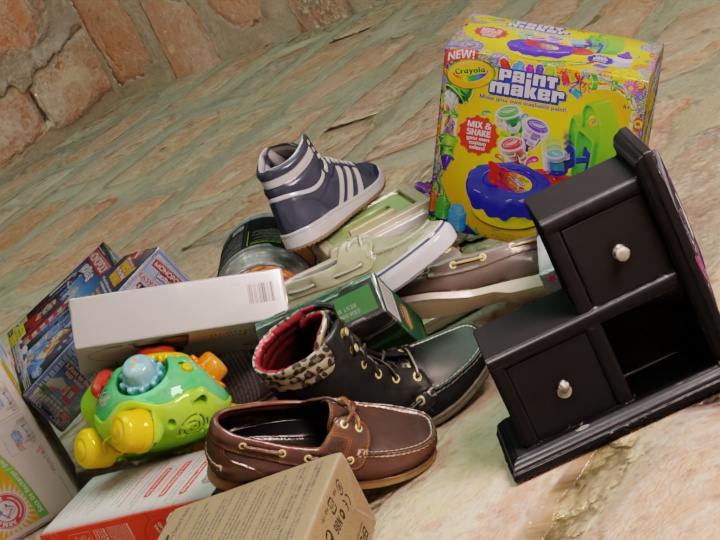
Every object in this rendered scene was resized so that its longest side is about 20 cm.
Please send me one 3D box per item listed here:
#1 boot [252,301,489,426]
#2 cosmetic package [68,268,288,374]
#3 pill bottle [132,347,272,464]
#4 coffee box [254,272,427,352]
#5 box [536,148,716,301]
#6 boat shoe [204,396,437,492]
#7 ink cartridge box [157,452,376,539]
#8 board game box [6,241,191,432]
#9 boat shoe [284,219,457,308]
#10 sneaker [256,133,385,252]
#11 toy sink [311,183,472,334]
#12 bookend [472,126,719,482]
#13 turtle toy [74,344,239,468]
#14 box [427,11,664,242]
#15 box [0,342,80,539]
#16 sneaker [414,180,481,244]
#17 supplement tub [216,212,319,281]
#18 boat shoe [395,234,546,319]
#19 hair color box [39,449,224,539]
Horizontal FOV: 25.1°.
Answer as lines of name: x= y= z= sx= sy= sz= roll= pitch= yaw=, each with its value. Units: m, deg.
boot: x=0.013 y=0.079 z=1.394 sx=0.203 sy=0.154 sz=0.074 roll=-31 pitch=45 yaw=-3
cosmetic package: x=-0.174 y=0.050 z=1.540 sx=0.198 sy=0.052 sz=0.151 roll=-9 pitch=-10 yaw=-9
pill bottle: x=-0.168 y=0.112 z=1.659 sx=0.199 sy=0.111 sz=0.111 roll=-33 pitch=18 yaw=-21
coffee box: x=-0.011 y=0.065 z=1.508 sx=0.122 sy=0.044 sz=0.200 roll=-24 pitch=-18 yaw=7
box: x=0.229 y=-0.009 z=1.420 sx=0.131 sy=0.115 sz=0.200 roll=-22 pitch=17 yaw=13
boat shoe: x=-0.029 y=0.138 z=1.331 sx=0.198 sy=0.071 sz=0.071 roll=-6 pitch=39 yaw=-15
ink cartridge box: x=-0.088 y=0.237 z=1.226 sx=0.164 sy=0.076 sz=0.200 roll=-22 pitch=17 yaw=20
board game box: x=-0.275 y=0.049 z=1.713 sx=0.200 sy=0.062 sz=0.200 roll=-43 pitch=24 yaw=-1
boat shoe: x=0.000 y=0.000 z=1.538 sx=0.199 sy=0.062 sz=0.072 roll=-32 pitch=7 yaw=24
sneaker: x=-0.043 y=-0.107 z=1.770 sx=0.070 sy=0.109 sz=0.200 roll=-18 pitch=14 yaw=33
toy sink: x=0.035 y=-0.009 z=1.716 sx=0.130 sy=0.113 sz=0.200 roll=-28 pitch=17 yaw=-5
bookend: x=0.166 y=0.026 z=1.263 sx=0.197 sy=0.201 sz=0.092 roll=-24 pitch=16 yaw=3
turtle toy: x=-0.196 y=0.127 z=1.502 sx=0.145 sy=0.102 sz=0.199 roll=0 pitch=-15 yaw=-37
box: x=0.183 y=-0.134 z=1.604 sx=0.198 sy=0.194 sz=0.122 roll=11 pitch=28 yaw=13
box: x=-0.379 y=0.165 z=1.659 sx=0.101 sy=0.201 sz=0.112 roll=-29 pitch=18 yaw=-6
sneaker: x=0.104 y=-0.074 z=1.862 sx=0.199 sy=0.084 sz=0.081 roll=-23 pitch=17 yaw=7
supplement tub: x=-0.103 y=0.016 z=1.832 sx=0.122 sy=0.123 sz=0.200 roll=-24 pitch=16 yaw=6
boat shoe: x=0.103 y=0.005 z=1.579 sx=0.198 sy=0.060 sz=0.072 roll=-10 pitch=-15 yaw=13
hair color box: x=-0.178 y=0.217 z=1.447 sx=0.199 sy=0.062 sz=0.102 roll=-17 pitch=18 yaw=31
